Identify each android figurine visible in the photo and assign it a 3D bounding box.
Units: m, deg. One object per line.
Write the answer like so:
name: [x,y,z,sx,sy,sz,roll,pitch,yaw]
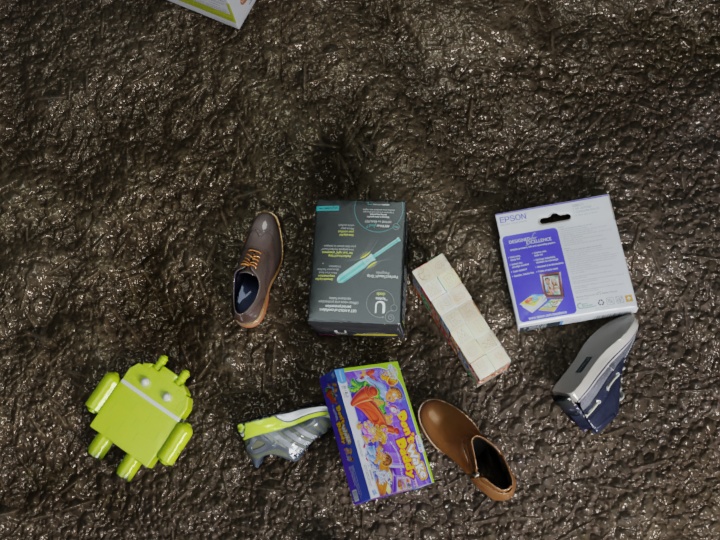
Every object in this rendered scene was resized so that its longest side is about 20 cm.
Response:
android figurine: [-0.356,0.235,1.601,0.181,0.041,0.201,33,82,13]

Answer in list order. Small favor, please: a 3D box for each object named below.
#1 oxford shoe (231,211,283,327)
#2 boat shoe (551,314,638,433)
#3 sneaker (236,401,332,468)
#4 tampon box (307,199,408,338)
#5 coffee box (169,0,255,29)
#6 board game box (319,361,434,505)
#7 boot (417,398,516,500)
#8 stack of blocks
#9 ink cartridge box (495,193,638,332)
oxford shoe: [-0.172,-0.009,1.632,0.071,0.073,0.202,6,75,7]
boat shoe: [0.387,0.166,1.549,0.200,0.075,0.093,-44,108,-21]
sneaker: [-0.093,0.259,1.564,0.198,0.074,0.082,-13,88,4]
tampon box: [0.000,0.000,1.588,0.149,0.126,0.202,2,76,6]
coffee box: [-0.272,-0.588,1.731,0.199,0.198,0.201,24,78,11]
board game box: [0.025,0.248,1.522,0.134,0.045,0.201,-3,69,-41]
boot: [0.160,0.267,1.487,0.076,0.155,0.200,-35,75,-5]
stack of blocks: [0.158,0.083,1.558,0.058,0.115,0.201,-30,76,-4]
ink cartridge box: [0.333,-0.012,1.604,0.196,0.043,0.202,-9,70,2]
